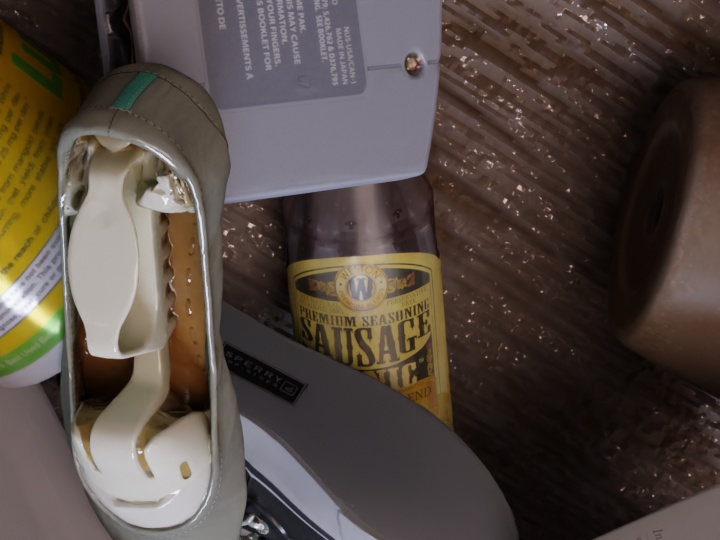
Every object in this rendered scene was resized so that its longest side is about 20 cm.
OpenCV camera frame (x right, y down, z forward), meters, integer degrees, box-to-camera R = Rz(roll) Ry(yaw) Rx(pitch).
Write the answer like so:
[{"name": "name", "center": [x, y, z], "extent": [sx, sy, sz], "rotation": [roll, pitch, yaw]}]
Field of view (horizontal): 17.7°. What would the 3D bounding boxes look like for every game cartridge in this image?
[{"name": "game cartridge", "center": [-0.034, -0.126, 0.828], "extent": [0.133, 0.040, 0.201], "rotation": [-8, 93, -29]}]

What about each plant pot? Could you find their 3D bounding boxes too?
[{"name": "plant pot", "center": [0.200, -0.003, 0.947], "extent": [0.174, 0.200, 0.201], "rotation": [14, 108, -8]}]

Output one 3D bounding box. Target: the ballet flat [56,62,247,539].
[{"name": "ballet flat", "center": [-0.077, 0.030, 0.780], "extent": [0.067, 0.064, 0.200], "rotation": [7, 115, 14]}]

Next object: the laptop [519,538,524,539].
[{"name": "laptop", "center": [0.062, 0.192, 1.019], "extent": [0.200, 0.116, 0.188], "rotation": [22, 104, -22]}]

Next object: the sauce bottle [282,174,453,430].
[{"name": "sauce bottle", "center": [0.000, 0.000, 0.930], "extent": [0.066, 0.066, 0.200], "rotation": [-15, 116, -14]}]

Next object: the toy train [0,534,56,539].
[{"name": "toy train", "center": [-0.173, 0.110, 0.883], "extent": [0.200, 0.114, 0.085], "rotation": [9, 110, -24]}]

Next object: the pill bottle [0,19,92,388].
[{"name": "pill bottle", "center": [-0.171, -0.053, 0.813], "extent": [0.200, 0.111, 0.111], "rotation": [37, 96, -30]}]

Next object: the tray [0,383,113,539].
[{"name": "tray", "center": [-0.136, 0.105, 0.823], "extent": [0.107, 0.200, 0.022], "rotation": [-5, 142, -38]}]

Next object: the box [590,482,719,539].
[{"name": "box", "center": [0.145, 0.153, 0.867], "extent": [0.200, 0.098, 0.124], "rotation": [-25, 141, 8]}]

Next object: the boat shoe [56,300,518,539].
[{"name": "boat shoe", "center": [-0.034, 0.075, 0.903], "extent": [0.199, 0.074, 0.068], "rotation": [28, 133, 4]}]
